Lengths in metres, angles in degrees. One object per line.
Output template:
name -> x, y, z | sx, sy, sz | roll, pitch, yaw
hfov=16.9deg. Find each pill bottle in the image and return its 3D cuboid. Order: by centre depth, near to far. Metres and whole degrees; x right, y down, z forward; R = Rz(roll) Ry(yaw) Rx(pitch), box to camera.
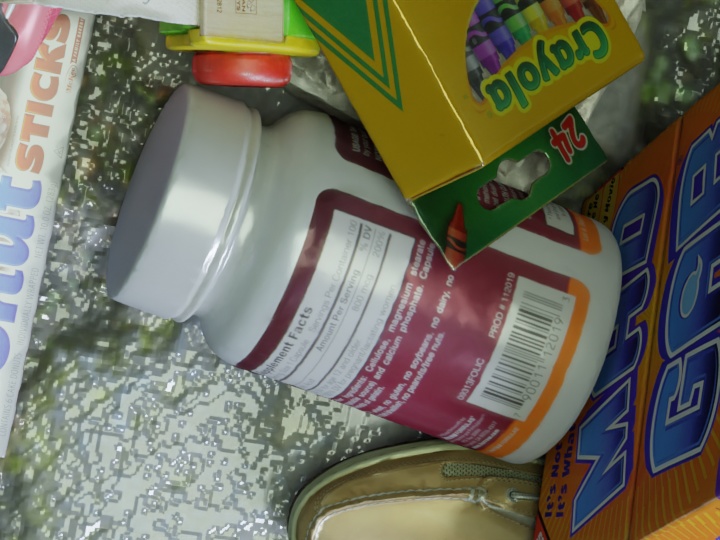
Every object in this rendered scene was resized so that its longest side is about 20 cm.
pill bottle -> 0.000, 0.000, 1.037 | 0.199, 0.114, 0.115 | 21, 91, -15

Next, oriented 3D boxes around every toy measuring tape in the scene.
toy measuring tape -> -0.077, -0.109, 0.978 | 0.199, 0.073, 0.074 | 0, 97, -44

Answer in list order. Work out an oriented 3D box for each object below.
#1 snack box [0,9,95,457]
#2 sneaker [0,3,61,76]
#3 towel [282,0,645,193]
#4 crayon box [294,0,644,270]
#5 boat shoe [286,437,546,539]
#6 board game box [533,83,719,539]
snack box -> -0.168, -0.025, 1.038 | 0.072, 0.024, 0.201 | 11, 93, -16
sneaker -> -0.098, -0.162, 1.007 | 0.087, 0.074, 0.201 | 28, 77, -24
towel -> 0.024, -0.124, 1.071 | 0.199, 0.034, 0.133 | 29, 88, -14
crayon box -> 0.037, -0.117, 0.995 | 0.127, 0.051, 0.201 | -35, 97, -44
boat shoe -> 0.069, 0.119, 1.079 | 0.199, 0.076, 0.072 | -2, 118, -13
board game box -> 0.210, 0.051, 1.015 | 0.199, 0.200, 0.201 | 19, 63, -15
